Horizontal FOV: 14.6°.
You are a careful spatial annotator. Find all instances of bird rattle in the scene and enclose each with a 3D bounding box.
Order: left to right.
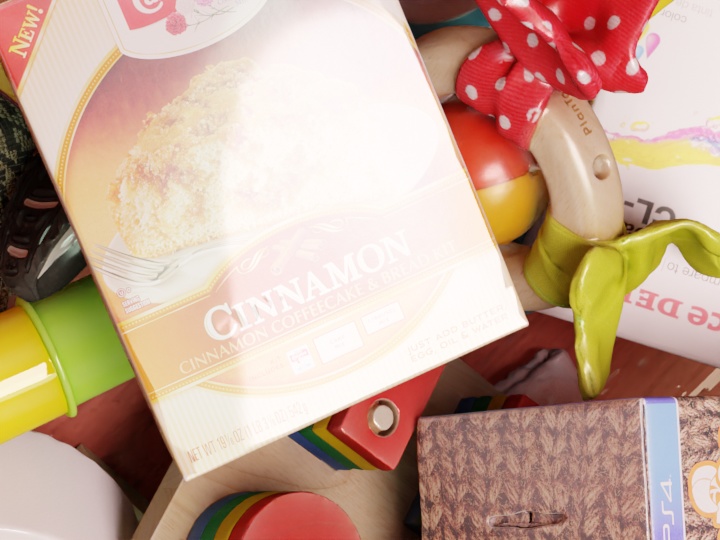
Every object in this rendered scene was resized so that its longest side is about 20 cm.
[{"bbox_3d":[0.063,-0.045,1.184,0.113,0.162,0.201,-46,120,-35],"label":"bird rattle"}]

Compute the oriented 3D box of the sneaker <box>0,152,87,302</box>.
[{"bbox_3d":[-0.075,-0.053,1.213,0.200,0.074,0.080,-45,117,-21],"label":"sneaker"}]

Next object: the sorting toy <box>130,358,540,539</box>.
[{"bbox_3d":[0.014,0.123,1.262,0.200,0.069,0.200,38,66,-26],"label":"sorting toy"}]

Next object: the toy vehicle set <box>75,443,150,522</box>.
[{"bbox_3d":[-0.116,0.189,1.392,0.124,0.027,0.200,-42,123,4],"label":"toy vehicle set"}]

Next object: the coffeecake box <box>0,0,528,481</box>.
[{"bbox_3d":[-0.044,-0.043,1.123,0.153,0.073,0.201,-24,99,-5],"label":"coffeecake box"}]

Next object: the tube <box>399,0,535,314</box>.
[{"bbox_3d":[0.054,-0.049,1.321,0.077,0.050,0.201,-19,128,-7],"label":"tube"}]

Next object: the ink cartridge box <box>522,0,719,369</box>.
[{"bbox_3d":[0.170,-0.061,1.286,0.147,0.086,0.201,17,99,-2],"label":"ink cartridge box"}]

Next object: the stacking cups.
[{"bbox_3d":[-0.083,0.017,1.225,0.199,0.061,0.061,-23,123,-15],"label":"stacking cups"}]

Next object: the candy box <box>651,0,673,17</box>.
[{"bbox_3d":[0.072,-0.175,1.169,0.102,0.026,0.200,-37,127,9],"label":"candy box"}]

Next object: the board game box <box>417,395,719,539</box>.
[{"bbox_3d":[0.150,0.106,1.219,0.199,0.159,0.098,1,84,-34],"label":"board game box"}]

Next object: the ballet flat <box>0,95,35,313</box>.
[{"bbox_3d":[-0.170,0.010,1.258,0.075,0.068,0.201,-9,121,-38],"label":"ballet flat"}]

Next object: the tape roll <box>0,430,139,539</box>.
[{"bbox_3d":[-0.192,0.163,1.271,0.201,0.071,0.203,-8,132,-9],"label":"tape roll"}]

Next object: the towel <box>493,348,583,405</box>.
[{"bbox_3d":[0.068,0.169,1.368,0.191,0.032,0.201,-34,113,-31],"label":"towel"}]

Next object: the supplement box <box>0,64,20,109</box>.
[{"bbox_3d":[-0.101,-0.167,1.171,0.200,0.086,0.110,-47,123,8],"label":"supplement box"}]
